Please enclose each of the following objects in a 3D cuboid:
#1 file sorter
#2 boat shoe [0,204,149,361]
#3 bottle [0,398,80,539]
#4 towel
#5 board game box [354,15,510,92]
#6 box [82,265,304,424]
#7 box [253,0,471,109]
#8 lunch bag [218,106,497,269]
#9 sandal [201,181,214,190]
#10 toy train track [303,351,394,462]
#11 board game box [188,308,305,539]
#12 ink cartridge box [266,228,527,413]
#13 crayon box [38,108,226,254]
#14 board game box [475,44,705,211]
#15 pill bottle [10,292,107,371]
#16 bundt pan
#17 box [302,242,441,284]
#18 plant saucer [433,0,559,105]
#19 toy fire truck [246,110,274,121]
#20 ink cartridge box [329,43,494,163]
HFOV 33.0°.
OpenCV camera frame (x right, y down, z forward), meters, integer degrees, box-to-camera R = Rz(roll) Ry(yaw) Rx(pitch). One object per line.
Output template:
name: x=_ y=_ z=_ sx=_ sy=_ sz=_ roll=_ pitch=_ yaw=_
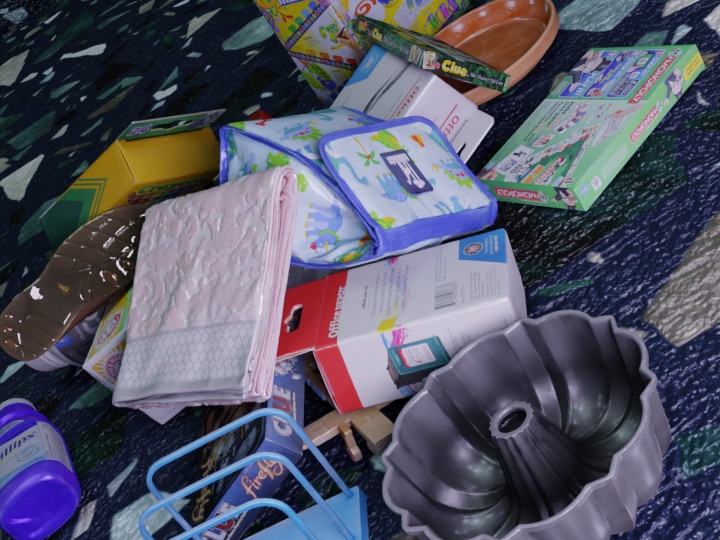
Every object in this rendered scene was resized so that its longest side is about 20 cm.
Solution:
file sorter: x=-0.081 y=0.216 z=0.840 sx=0.138 sy=0.123 sz=0.200 roll=-28 pitch=30 yaw=15
boat shoe: x=-0.277 y=0.007 z=1.211 sx=0.200 sy=0.072 sz=0.068 roll=-42 pitch=5 yaw=2
bottle: x=-0.332 y=0.189 z=1.206 sx=0.083 sy=0.065 sz=0.200 roll=-39 pitch=29 yaw=-4
towel: x=-0.133 y=0.018 z=1.013 sx=0.199 sy=0.032 sz=0.192 roll=-11 pitch=66 yaw=45
board game box: x=0.073 y=-0.235 z=1.305 sx=0.200 sy=0.104 sz=0.024 roll=-133 pitch=56 yaw=-60
box: x=-0.157 y=0.038 z=1.160 sx=0.200 sy=0.101 sz=0.113 roll=-38 pitch=25 yaw=29
box: x=0.003 y=-0.334 z=1.487 sx=0.122 sy=0.193 sz=0.200 roll=0 pitch=44 yaw=47
lunch bag: x=-0.004 y=-0.068 z=1.062 sx=0.199 sy=0.128 sz=0.170 roll=26 pitch=28 yaw=34
sandal: x=-0.187 y=-0.075 z=1.346 sx=0.081 sy=0.201 sz=0.055 roll=26 pitch=39 yaw=26
toy train track: x=-0.017 y=0.109 z=1.012 sx=0.114 sy=0.033 sz=0.200 roll=-29 pitch=27 yaw=-14
board game box: x=-0.093 y=0.124 z=1.019 sx=0.136 sy=0.034 sz=0.200 roll=-55 pitch=20 yaw=27
ink cartridge box: x=0.032 y=0.044 z=0.982 sx=0.199 sy=0.068 sz=0.116 roll=-15 pitch=27 yaw=13
crayon box: x=-0.226 y=-0.087 z=1.243 sx=0.125 sy=0.052 sz=0.200 roll=-17 pitch=-14 yaw=-47
board game box: x=0.214 y=-0.138 z=1.142 sx=0.200 sy=0.029 sz=0.134 roll=-48 pitch=32 yaw=-20
pill bottle: x=-0.281 y=0.038 z=1.324 sx=0.199 sy=0.114 sz=0.114 roll=-20 pitch=32 yaw=26
bundt pan: x=0.116 y=0.123 z=0.812 sx=0.201 sy=0.076 sz=0.202 roll=-26 pitch=31 yaw=17
box: x=0.000 y=0.000 z=1.164 sx=0.144 sy=0.036 sz=0.200 roll=-9 pitch=37 yaw=40
plant saucer: x=0.135 y=-0.241 z=1.376 sx=0.199 sy=0.032 sz=0.201 roll=-26 pitch=31 yaw=17
toy fire truck: x=-0.116 y=-0.064 z=1.322 sx=0.168 sy=0.112 sz=0.200 roll=-45 pitch=23 yaw=22
ink cartridge box: x=0.044 y=-0.156 z=1.273 sx=0.116 sy=0.067 sz=0.200 roll=-55 pitch=31 yaw=5
